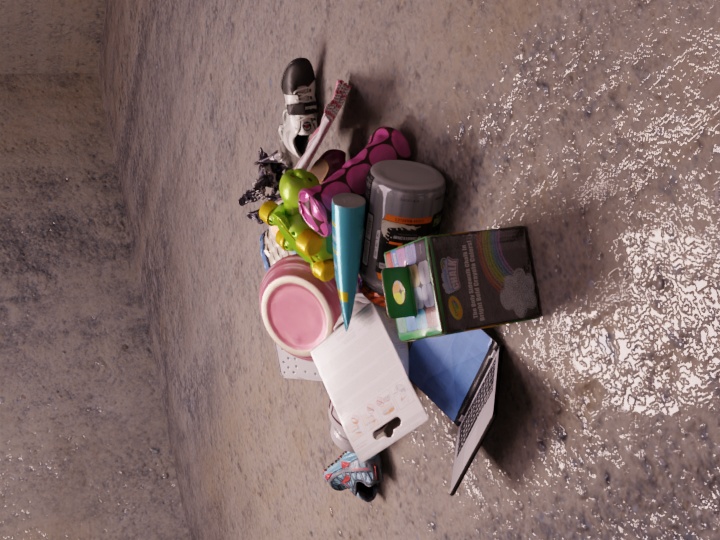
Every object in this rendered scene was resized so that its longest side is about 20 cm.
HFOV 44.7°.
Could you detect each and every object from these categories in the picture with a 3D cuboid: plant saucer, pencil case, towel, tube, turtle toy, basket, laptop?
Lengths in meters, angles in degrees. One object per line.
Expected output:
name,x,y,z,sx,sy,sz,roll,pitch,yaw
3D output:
plant saucer,-0.102,0.074,1.560,0.197,0.051,0.204,10,113,24
pencil case,-0.012,-0.141,1.368,0.093,0.199,0.092,32,150,33
towel,-0.074,-0.239,1.517,0.147,0.030,0.201,-58,7,30
tube,-0.020,-0.014,1.318,0.078,0.049,0.203,-93,5,-62
turtle toy,-0.090,-0.084,1.457,0.145,0.101,0.201,38,165,35
basket,-0.126,-0.008,1.704,0.200,0.137,0.179,-47,52,45
laptop,0.119,0.172,1.247,0.202,0.114,0.189,-73,1,-48

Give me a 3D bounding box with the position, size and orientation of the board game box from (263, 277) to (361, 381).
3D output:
board game box,-0.075,0.105,1.602,0.197,0.026,0.204,1,109,29

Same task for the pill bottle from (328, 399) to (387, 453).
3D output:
pill bottle,0.005,0.215,1.516,0.113,0.111,0.202,57,144,44

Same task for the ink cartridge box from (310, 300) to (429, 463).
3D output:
ink cartridge box,0.021,0.173,1.370,0.160,0.047,0.202,-38,69,33

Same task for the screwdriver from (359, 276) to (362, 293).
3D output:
screwdriver,0.000,0.000,1.489,0.028,0.029,0.202,-113,5,-56

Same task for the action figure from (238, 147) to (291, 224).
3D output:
action figure,-0.181,-0.185,1.835,0.201,0.100,0.120,-69,-36,-48

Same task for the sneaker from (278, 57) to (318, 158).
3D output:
sneaker,-0.110,-0.309,1.695,0.089,0.073,0.202,53,149,39

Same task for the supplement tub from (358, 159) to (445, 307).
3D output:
supplement tub,0.058,-0.054,1.327,0.123,0.121,0.203,46,137,52

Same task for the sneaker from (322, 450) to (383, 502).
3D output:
sneaker,-0.011,0.391,1.633,0.097,0.078,0.201,66,155,20

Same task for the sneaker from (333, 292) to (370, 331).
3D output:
sneaker,0.029,0.089,1.428,0.199,0.088,0.076,-1,126,57

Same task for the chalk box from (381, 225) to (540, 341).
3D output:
chalk box,0.112,0.020,1.138,0.123,0.197,0.127,-19,79,64

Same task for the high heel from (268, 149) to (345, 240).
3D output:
high heel,-0.096,-0.139,1.605,0.067,0.096,0.201,37,117,9
